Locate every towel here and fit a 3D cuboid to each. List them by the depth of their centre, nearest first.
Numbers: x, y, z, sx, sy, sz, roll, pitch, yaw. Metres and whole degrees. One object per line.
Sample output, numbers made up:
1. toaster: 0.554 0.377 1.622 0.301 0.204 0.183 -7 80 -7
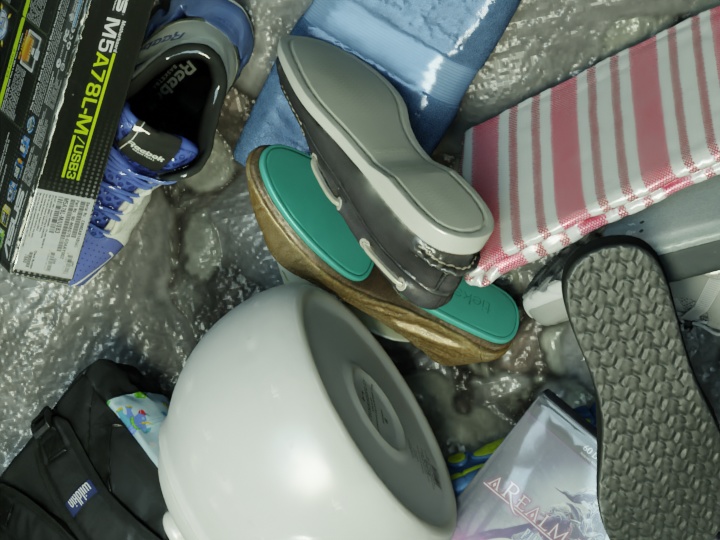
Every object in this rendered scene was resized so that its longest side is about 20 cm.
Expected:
1. towel: 0.145 -0.071 1.664 0.200 0.146 0.030 -26 120 20
2. towel: 0.015 -0.128 1.740 0.112 0.049 0.200 34 105 11

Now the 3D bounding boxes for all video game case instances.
1. video game case: 0.102 0.189 1.700 0.143 0.019 0.200 40 109 9

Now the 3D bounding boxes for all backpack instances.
1. backpack: -0.120 0.180 1.780 0.163 0.154 0.200 -54 53 15

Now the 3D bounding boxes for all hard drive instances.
1. hard drive: 0.237 -0.060 1.635 0.200 0.140 0.033 -14 123 19

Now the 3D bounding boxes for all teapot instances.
1. teapot: -0.049 0.111 1.673 0.146 0.200 0.198 -31 81 16

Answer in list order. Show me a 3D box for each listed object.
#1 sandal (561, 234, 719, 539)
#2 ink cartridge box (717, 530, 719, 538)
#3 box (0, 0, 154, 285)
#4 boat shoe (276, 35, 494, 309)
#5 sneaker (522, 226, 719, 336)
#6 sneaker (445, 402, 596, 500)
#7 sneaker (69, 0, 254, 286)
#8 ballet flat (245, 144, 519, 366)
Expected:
1. sandal: 0.159 0.072 1.627 0.075 0.048 0.201 -10 108 4
2. ink cartridge box: 0.202 0.212 1.714 0.200 0.067 0.117 -23 90 20
3. box: -0.194 -0.116 1.746 0.047 0.193 0.200 11 103 -26
4. boat shoe: 0.005 -0.059 1.666 0.200 0.074 0.060 50 128 34
5. sneaker: 0.188 0.010 1.690 0.200 0.075 0.082 -13 111 27
6. sneaker: 0.116 0.135 1.739 0.199 0.071 0.083 -21 109 18
7. sneaker: -0.141 -0.074 1.752 0.081 0.115 0.200 35 107 -10
8. ballet flat: 0.000 0.000 1.725 0.200 0.068 0.072 31 141 -21
